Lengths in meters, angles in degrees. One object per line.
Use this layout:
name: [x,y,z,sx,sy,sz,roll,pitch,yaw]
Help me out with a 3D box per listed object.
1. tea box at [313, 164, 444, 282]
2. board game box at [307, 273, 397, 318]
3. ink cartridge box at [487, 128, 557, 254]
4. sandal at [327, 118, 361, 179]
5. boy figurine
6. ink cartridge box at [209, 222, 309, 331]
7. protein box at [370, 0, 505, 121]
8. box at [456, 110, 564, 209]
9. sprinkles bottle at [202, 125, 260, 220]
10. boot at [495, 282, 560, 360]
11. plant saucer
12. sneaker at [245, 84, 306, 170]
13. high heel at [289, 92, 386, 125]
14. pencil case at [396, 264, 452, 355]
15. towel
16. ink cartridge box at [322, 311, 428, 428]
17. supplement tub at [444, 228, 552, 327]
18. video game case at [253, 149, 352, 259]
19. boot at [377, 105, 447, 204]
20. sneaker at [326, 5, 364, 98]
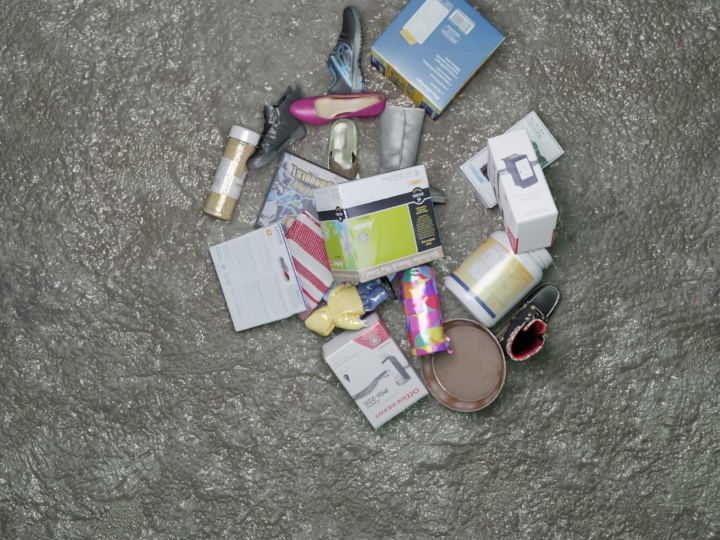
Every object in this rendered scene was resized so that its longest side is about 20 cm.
tea box: [0.036,-0.094,1.515,0.200,0.134,0.197,-16,97,-26]
board game box: [0.000,0.000,1.651,0.134,0.045,0.200,40,92,-1]
ink cartridge box: [0.318,-0.156,1.498,0.084,0.145,0.200,-14,64,3]
sandal: [-0.038,-0.234,1.638,0.080,0.057,0.201,-5,90,-1]
boy figurine: [-0.021,0.080,1.591,0.200,0.064,0.124,-32,55,4]
ink cartridge box: [-0.213,0.014,1.620,0.200,0.041,0.200,-17,91,28]
protein box: [0.157,-0.465,1.590,0.198,0.135,0.200,41,92,-1]
box: [0.323,-0.239,1.632,0.200,0.060,0.117,-36,91,2]
sprinkles bottle: [-0.281,-0.212,1.639,0.068,0.068,0.200,20,92,0]
boot: [0.365,0.111,1.595,0.073,0.151,0.200,45,91,-1]
plant saucer: [0.224,0.202,1.622,0.200,0.034,0.201,1,92,33]
sneaker: [-0.187,-0.307,1.610,0.200,0.060,0.104,-42,119,-27]
high heel: [-0.047,-0.354,1.589,0.200,0.096,0.068,-6,80,-14]
pencil case: [0.135,0.087,1.605,0.088,0.088,0.200,-13,86,1]
towel: [-0.121,-0.009,1.614,0.144,0.023,0.200,39,113,11]
ink cartridge box: [0.031,0.215,1.618,0.146,0.085,0.200,-34,105,2]
supplement tub: [0.294,0.008,1.597,0.200,0.144,0.144,-44,91,2]
video game case: [-0.113,-0.139,1.626,0.200,0.025,0.181,26,99,14]
boot: [0.115,-0.251,1.637,0.181,0.073,0.200,12,86,0]
sneaker: [-0.034,-0.471,1.624,0.082,0.073,0.201,-1,91,1]
